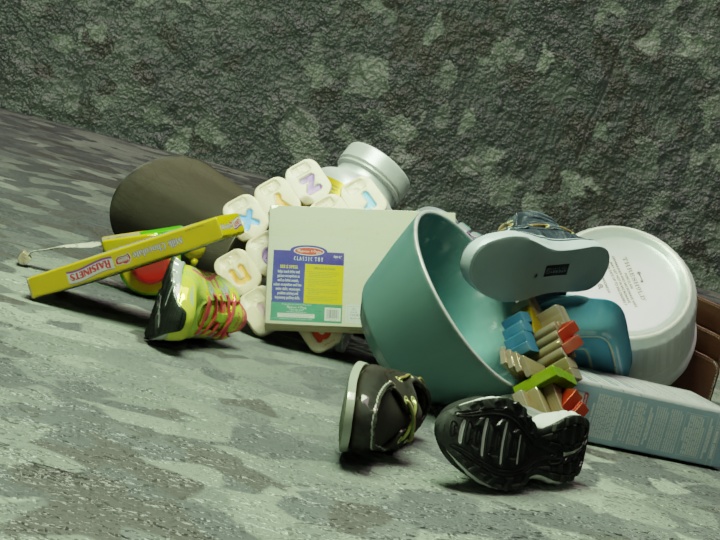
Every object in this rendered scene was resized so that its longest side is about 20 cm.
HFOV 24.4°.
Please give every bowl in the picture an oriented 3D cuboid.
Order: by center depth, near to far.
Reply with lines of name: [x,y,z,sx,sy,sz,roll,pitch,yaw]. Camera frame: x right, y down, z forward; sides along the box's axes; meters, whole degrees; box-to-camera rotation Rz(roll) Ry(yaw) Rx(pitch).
bowl: [0.074,0.053,1.631,0.201,0.105,0.201,46,24,-27]

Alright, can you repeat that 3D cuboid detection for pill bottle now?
pill bottle: [-0.035,-0.041,1.849,0.112,0.200,0.112,33,-17,11]

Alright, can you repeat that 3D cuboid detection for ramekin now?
ramekin: [0.287,0.039,1.883,0.202,0.203,0.094,16,-36,8]

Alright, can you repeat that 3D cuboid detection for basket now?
basket: [-0.169,-0.043,1.972,0.180,0.136,0.200,6,15,-42]

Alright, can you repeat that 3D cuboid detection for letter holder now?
letter holder: [0.329,0.083,1.971,0.200,0.142,0.101,17,7,12]

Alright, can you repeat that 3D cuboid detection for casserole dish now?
casserole dish: [0.223,0.090,1.753,0.121,0.039,0.200,-5,-31,11]

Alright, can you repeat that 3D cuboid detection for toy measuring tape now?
toy measuring tape: [-0.265,-0.003,1.798,0.200,0.074,0.074,-9,11,-8]

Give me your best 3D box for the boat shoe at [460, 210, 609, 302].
boat shoe: [0.154,-0.017,1.673,0.200,0.071,0.091,2,23,-43]

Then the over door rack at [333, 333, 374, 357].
over door rack: [0.070,0.036,1.817,0.148,0.067,0.200,17,36,11]

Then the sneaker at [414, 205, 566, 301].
sneaker: [0.120,0.005,1.788,0.200,0.075,0.088,25,50,28]

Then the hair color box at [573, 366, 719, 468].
hair color box: [0.269,0.144,1.701,0.200,0.061,0.099,13,6,-19]

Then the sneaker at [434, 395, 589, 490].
sneaker: [0.114,0.142,1.388,0.079,0.074,0.200,9,-4,35]

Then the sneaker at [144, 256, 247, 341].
sneaker: [-0.152,0.034,1.615,0.090,0.078,0.200,21,8,-3]

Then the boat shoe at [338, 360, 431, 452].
boat shoe: [0.022,0.113,1.367,0.060,0.072,0.201,12,4,7]

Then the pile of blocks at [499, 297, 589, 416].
pile of blocks: [0.179,0.080,1.595,0.082,0.062,0.200,44,25,-32]

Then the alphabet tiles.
alphabet tiles: [-0.050,-0.017,1.769,0.196,0.200,0.015,55,-16,17]

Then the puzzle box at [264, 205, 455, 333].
puzzle box: [0.000,0.000,1.741,0.200,0.133,0.025,3,-19,-3]

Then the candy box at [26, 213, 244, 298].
candy box: [-0.219,-0.015,1.639,0.200,0.026,0.102,-17,4,9]
